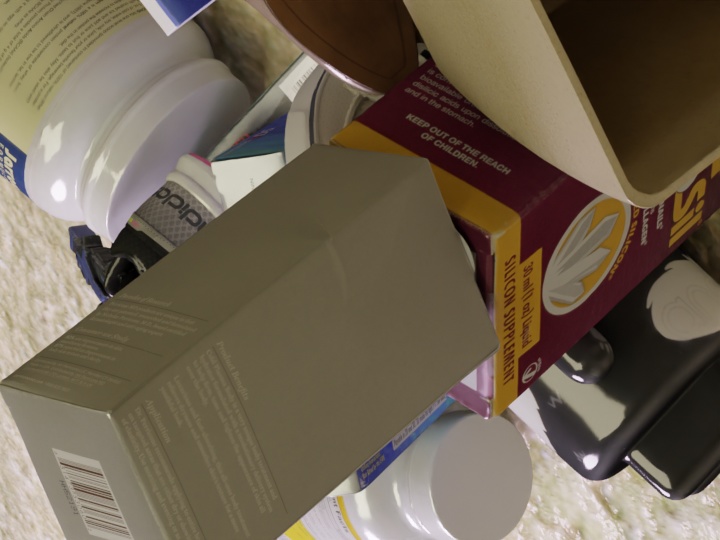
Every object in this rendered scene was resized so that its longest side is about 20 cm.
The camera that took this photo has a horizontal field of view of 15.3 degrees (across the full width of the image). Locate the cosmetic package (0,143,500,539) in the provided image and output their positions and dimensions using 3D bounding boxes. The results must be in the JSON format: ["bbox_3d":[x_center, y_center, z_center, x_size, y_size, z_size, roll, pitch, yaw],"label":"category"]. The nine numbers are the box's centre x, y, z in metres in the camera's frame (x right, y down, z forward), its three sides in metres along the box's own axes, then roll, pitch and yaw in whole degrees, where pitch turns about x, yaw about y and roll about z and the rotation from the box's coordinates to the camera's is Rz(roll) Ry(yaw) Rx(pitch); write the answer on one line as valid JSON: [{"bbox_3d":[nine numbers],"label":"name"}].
[{"bbox_3d":[-0.043,0.040,1.154,0.090,0.200,0.107,9,128,46],"label":"cosmetic package"}]

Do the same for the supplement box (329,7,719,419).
[{"bbox_3d":[0.087,-0.048,1.277,0.103,0.200,0.131,31,146,28],"label":"supplement box"}]

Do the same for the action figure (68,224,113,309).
[{"bbox_3d":[-0.122,0.035,1.799,0.200,0.105,0.194,-125,25,-48],"label":"action figure"}]

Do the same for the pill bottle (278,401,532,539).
[{"bbox_3d":[0.012,0.123,1.664,0.200,0.112,0.112,1,125,53],"label":"pill bottle"}]

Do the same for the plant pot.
[{"bbox_3d":[0.100,-0.166,1.149,0.177,0.200,0.200,11,133,61],"label":"plant pot"}]

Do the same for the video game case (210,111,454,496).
[{"bbox_3d":[0.000,0.000,1.416,0.045,0.200,0.181,-8,104,25],"label":"video game case"}]

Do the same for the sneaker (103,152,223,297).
[{"bbox_3d":[-0.106,0.015,1.570,0.074,0.087,0.200,41,157,23],"label":"sneaker"}]

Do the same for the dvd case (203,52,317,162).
[{"bbox_3d":[0.004,-0.021,1.542,0.200,0.022,0.146,48,126,3],"label":"dvd case"}]

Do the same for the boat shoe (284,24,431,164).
[{"bbox_3d":[0.018,-0.087,1.343,0.070,0.200,0.071,-25,116,30],"label":"boat shoe"}]

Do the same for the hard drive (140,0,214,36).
[{"bbox_3d":[-0.114,-0.239,1.397,0.200,0.132,0.025,52,151,-4],"label":"hard drive"}]

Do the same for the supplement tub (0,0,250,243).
[{"bbox_3d":[-0.180,-0.121,1.608,0.200,0.145,0.145,38,149,19],"label":"supplement tub"}]

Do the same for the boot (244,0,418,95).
[{"bbox_3d":[-0.065,-0.160,1.291,0.200,0.070,0.146,57,155,-10],"label":"boot"}]

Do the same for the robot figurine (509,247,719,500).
[{"bbox_3d":[0.119,0.030,1.398,0.200,0.125,0.150,44,152,12],"label":"robot figurine"}]
